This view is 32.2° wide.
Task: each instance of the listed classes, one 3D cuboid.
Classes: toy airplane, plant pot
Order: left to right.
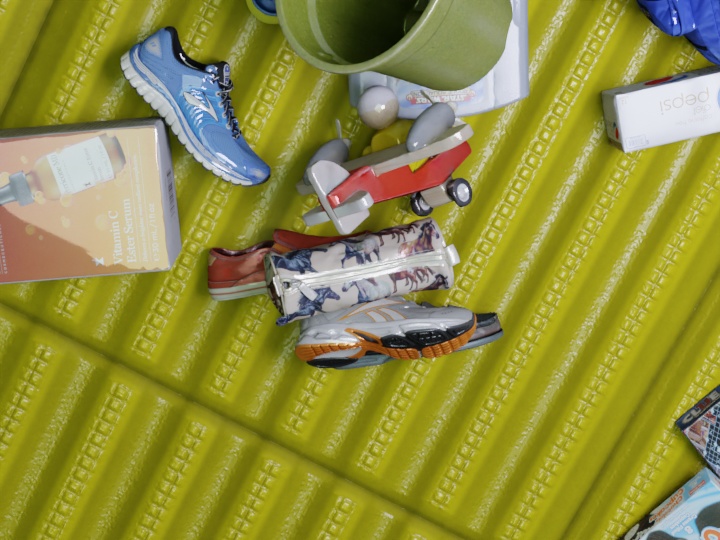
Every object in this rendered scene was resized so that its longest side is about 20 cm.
[{"bbox_3d":[0.018,-0.118,1.284,0.197,0.199,0.144,-13,92,4],"label":"toy airplane"},{"bbox_3d":[0.049,-0.260,1.200,0.198,0.183,0.204,-8,75,33],"label":"plant pot"}]

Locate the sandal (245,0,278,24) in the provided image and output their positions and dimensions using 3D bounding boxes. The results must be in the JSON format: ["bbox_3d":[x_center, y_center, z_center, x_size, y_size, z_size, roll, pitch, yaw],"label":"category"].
[{"bbox_3d":[-0.029,-0.318,1.296,0.198,0.087,0.080,-32,99,3],"label":"sandal"}]

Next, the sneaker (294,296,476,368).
[{"bbox_3d":[0.025,0.044,1.341,0.196,0.076,0.093,-4,62,7],"label":"sneaker"}]

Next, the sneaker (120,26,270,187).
[{"bbox_3d":[-0.161,-0.174,1.326,0.089,0.079,0.200,-40,100,9],"label":"sneaker"}]

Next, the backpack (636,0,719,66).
[{"bbox_3d":[0.362,-0.309,1.278,0.166,0.163,0.202,-24,115,13],"label":"backpack"}]

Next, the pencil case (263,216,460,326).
[{"bbox_3d":[0.000,0.000,1.292,0.197,0.089,0.079,-12,104,-6],"label":"pencil case"}]

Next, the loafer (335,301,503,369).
[{"bbox_3d":[0.059,0.064,1.390,0.197,0.072,0.064,-11,96,2],"label":"loafer"}]

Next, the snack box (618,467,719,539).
[{"bbox_3d":[0.370,0.336,1.457,0.116,0.037,0.200,42,108,-9],"label":"snack box"}]

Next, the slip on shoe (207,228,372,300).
[{"bbox_3d":[-0.076,-0.017,1.368,0.197,0.074,0.062,-12,99,6],"label":"slip on shoe"}]

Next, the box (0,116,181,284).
[{"bbox_3d":[-0.300,-0.076,1.328,0.196,0.106,0.155,-5,102,-1],"label":"box"}]

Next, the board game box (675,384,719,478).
[{"bbox_3d":[0.479,0.211,1.451,0.135,0.035,0.201,-39,101,6],"label":"board game box"}]

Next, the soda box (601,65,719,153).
[{"bbox_3d":[0.366,-0.181,1.347,0.197,0.068,0.065,-12,102,0],"label":"soda box"}]

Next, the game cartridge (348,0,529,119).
[{"bbox_3d":[0.084,-0.231,1.344,0.196,0.042,0.136,-4,98,-1],"label":"game cartridge"}]
